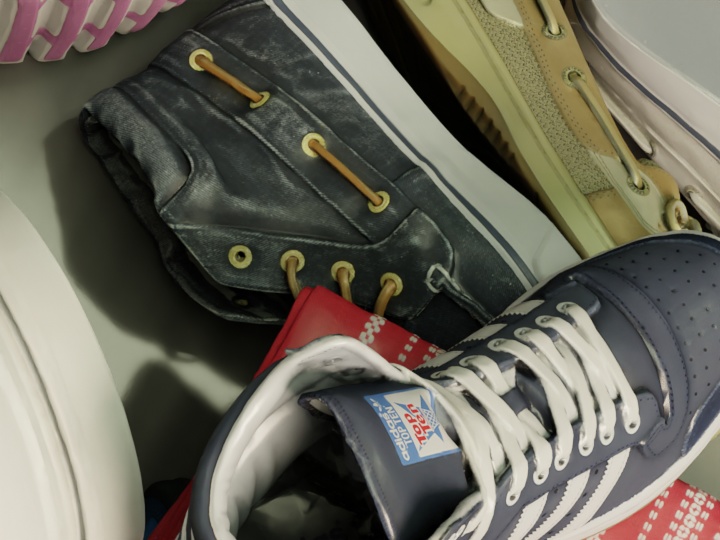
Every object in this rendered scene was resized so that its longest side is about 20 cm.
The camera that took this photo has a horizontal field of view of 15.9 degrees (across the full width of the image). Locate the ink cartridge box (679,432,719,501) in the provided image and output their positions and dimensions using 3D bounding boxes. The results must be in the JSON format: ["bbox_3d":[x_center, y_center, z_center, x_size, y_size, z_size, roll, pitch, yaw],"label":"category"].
[{"bbox_3d":[0.139,0.124,0.809,0.083,0.146,0.201,38,65,-49],"label":"ink cartridge box"}]

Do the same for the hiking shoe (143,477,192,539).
[{"bbox_3d":[-0.099,0.144,0.753,0.086,0.074,0.201,30,71,-16],"label":"hiking shoe"}]

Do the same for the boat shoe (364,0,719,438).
[{"bbox_3d":[0.072,-0.038,0.830,0.063,0.073,0.201,-29,66,-10],"label":"boat shoe"}]

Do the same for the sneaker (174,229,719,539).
[{"bbox_3d":[0.036,0.039,0.692,0.199,0.109,0.070,-31,74,-14],"label":"sneaker"}]

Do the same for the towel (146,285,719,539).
[{"bbox_3d":[0.034,0.107,0.737,0.199,0.023,0.145,29,70,6],"label":"towel"}]

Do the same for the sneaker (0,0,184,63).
[{"bbox_3d":[-0.136,-0.109,0.786,0.199,0.080,0.089,-8,76,-22],"label":"sneaker"}]

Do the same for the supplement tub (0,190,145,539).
[{"bbox_3d":[-0.174,0.066,0.698,0.199,0.145,0.146,-25,90,-24],"label":"supplement tub"}]

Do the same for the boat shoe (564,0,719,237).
[{"bbox_3d":[0.143,-0.028,0.876,0.202,0.086,0.075,41,66,8],"label":"boat shoe"}]

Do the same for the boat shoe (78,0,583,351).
[{"bbox_3d":[0.000,0.000,0.804,0.091,0.071,0.200,-35,68,-17],"label":"boat shoe"}]
